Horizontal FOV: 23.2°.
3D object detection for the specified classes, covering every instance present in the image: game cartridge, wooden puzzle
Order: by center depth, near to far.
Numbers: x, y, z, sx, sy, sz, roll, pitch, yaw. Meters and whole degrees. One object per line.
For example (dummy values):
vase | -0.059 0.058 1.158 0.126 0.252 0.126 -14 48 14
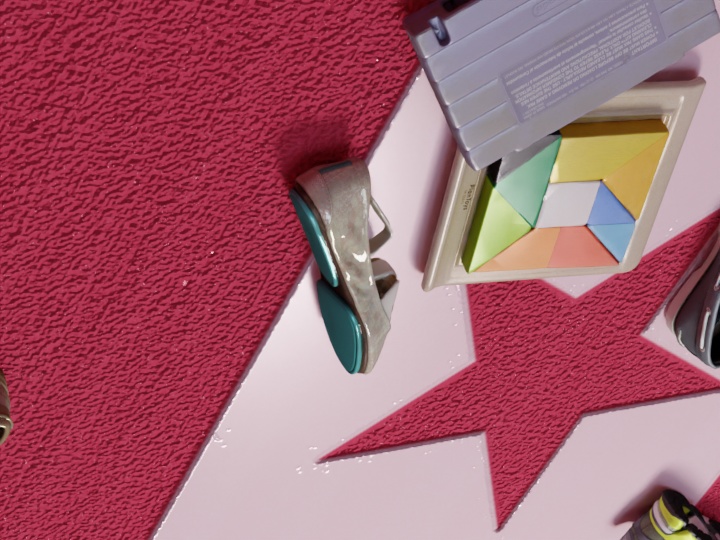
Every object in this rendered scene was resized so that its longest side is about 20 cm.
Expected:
game cartridge | 0.138 -0.163 1.171 0.200 0.038 0.130 -29 134 -2
wooden puzzle | 0.152 -0.059 1.298 0.199 0.037 0.185 -8 135 -22

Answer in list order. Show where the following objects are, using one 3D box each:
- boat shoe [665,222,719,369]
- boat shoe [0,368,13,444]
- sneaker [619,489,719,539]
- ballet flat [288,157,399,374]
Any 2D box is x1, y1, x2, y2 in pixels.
boat shoe | 0.320 -0.004 1.424 0.073 0.062 0.200 5 130 -31
boat shoe | -0.312 0.150 1.241 0.073 0.063 0.201 25 117 -42
sneaker | 0.319 0.282 1.719 0.081 0.074 0.200 -34 132 18
ballet flat | 0.000 0.000 1.258 0.062 0.067 0.200 -29 140 -14
